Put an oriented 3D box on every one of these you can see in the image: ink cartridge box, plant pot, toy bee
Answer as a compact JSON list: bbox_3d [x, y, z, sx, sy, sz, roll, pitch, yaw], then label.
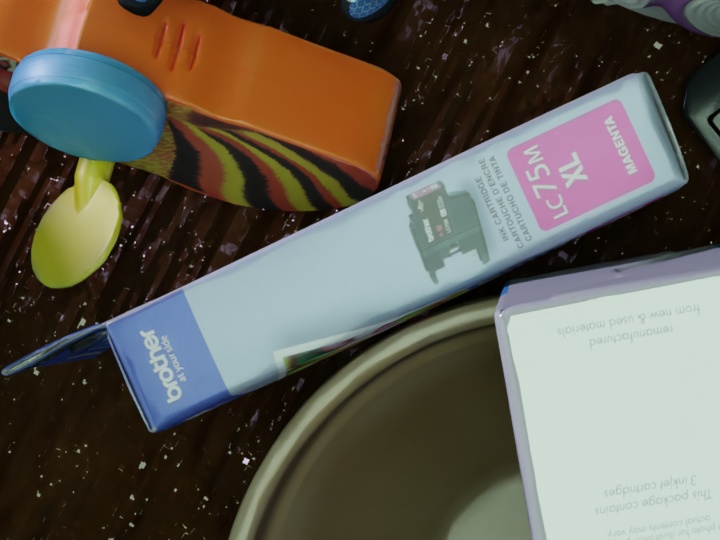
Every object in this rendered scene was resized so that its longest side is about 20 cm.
[{"bbox_3d":[0.085,0.099,0.688,0.067,0.115,0.202,-10,93,5],"label":"ink cartridge box"},{"bbox_3d":[0.059,0.104,0.794,0.199,0.093,0.203,0,93,4],"label":"plant pot"},{"bbox_3d":[0.000,0.000,0.779,0.199,0.119,0.042,-23,90,6],"label":"ink cartridge box"},{"bbox_3d":[-0.091,-0.072,0.803,0.200,0.109,0.131,43,60,-12],"label":"toy bee"}]

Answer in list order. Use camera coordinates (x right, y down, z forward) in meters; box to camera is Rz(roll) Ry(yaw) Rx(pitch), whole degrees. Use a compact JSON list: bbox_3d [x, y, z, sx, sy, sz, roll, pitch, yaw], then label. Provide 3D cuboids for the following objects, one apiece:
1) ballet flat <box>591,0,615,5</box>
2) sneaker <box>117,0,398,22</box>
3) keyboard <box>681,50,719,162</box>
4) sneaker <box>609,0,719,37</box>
[{"bbox_3d":[0.058,-0.107,0.794,0.198,0.072,0.072,3,93,6],"label":"ballet flat"},{"bbox_3d":[0.012,-0.121,0.739,0.198,0.079,0.090,-14,103,8],"label":"sneaker"},{"bbox_3d":[0.203,-0.077,0.798,0.200,0.040,0.104,-40,89,7],"label":"keyboard"},{"bbox_3d":[0.142,-0.125,0.753,0.198,0.075,0.100,-12,83,-16],"label":"sneaker"}]
